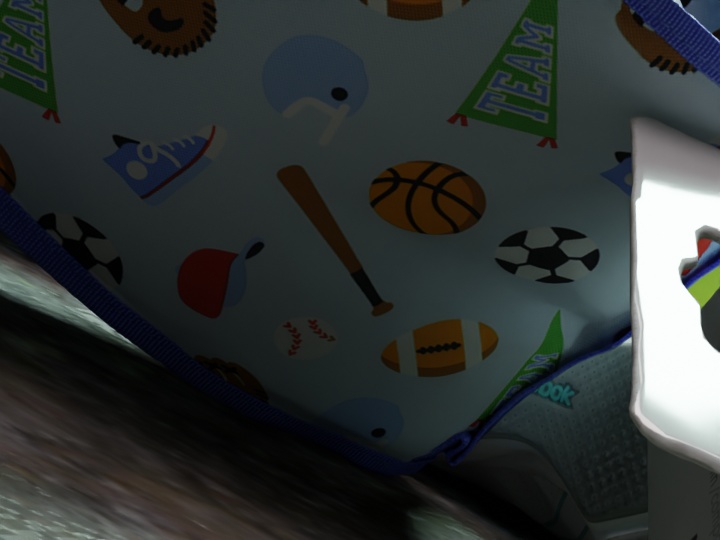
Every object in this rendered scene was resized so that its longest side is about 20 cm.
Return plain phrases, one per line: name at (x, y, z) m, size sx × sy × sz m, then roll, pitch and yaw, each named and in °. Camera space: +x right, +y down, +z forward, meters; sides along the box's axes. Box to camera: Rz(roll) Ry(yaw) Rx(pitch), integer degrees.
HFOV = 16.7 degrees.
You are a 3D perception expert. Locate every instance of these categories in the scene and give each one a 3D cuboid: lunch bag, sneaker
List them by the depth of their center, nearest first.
lunch bag at (0.000, -0.060, 0.582) m, size 0.200 × 0.170 × 0.124 m, roll 44°, pitch 34°, yaw -9°
sneaker at (0.078, 0.048, 0.653) m, size 0.200 × 0.071 × 0.080 m, roll 30°, pitch 3°, yaw 40°

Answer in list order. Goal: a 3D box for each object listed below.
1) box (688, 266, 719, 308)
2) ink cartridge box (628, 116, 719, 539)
box at (0.075, -0.017, 0.734) m, size 0.200 × 0.048 × 0.122 m, roll 35°, pitch 5°, yaw 24°
ink cartridge box at (0.126, 0.061, 0.514) m, size 0.200 × 0.068 × 0.116 m, roll 27°, pitch 33°, yaw -12°
